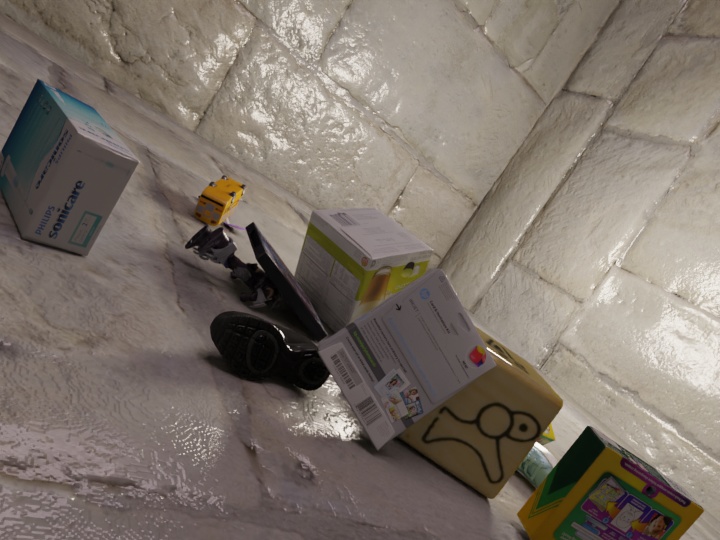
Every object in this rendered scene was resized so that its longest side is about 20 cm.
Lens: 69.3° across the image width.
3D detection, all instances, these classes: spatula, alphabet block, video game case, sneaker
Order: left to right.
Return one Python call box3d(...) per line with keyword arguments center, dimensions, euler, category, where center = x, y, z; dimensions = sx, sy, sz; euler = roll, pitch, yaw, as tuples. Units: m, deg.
box3d(center=(-0.355, -0.145, 1.334), dimensions=(0.199, 0.021, 0.056), euler=(39, 13, 28), category="spatula")
box3d(center=(-0.126, 0.103, 0.700), dimensions=(0.090, 0.077, 0.199), euler=(29, -6, 46), category="sneaker")
box3d(center=(-0.141, 0.017, 0.975), dimensions=(0.201, 0.025, 0.181), euler=(58, -3, -27), category="video game case")
box3d(center=(0.169, 0.201, 0.851), dimensions=(0.199, 0.197, 0.197), euler=(34, 10, -4), category="alphabet block")
box3d(center=(0.299, 0.353, 0.998), dimensions=(0.081, 0.075, 0.200), euler=(3, 24, -28), category="sneaker")

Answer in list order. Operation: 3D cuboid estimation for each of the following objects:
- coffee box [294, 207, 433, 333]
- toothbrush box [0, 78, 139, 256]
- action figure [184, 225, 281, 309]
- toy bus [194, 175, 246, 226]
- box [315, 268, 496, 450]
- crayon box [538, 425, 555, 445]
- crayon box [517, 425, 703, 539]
box3d(center=(0.000, 0.000, 1.122), dimensions=(0.198, 0.200, 0.199), euler=(-9, 37, -44), category="coffee box")
box3d(center=(-0.394, -0.138, 0.686), dimensions=(0.200, 0.148, 0.085), euler=(40, 10, 38), category="toothbrush box")
box3d(center=(-0.207, 0.004, 0.915), dimensions=(0.200, 0.070, 0.130), euler=(47, -8, -35), category="action figure")
box3d(center=(-0.336, -0.174, 1.269), dimensions=(0.064, 0.079, 0.200), euler=(24, 17, -7), category="toy bus")
box3d(center=(0.062, 0.116, 0.702), dimensions=(0.157, 0.198, 0.041), euler=(58, -7, -7), category="box")
box3d(center=(0.375, 0.312, 1.252), dimensions=(0.199, 0.058, 0.175), euler=(29, 42, -35), category="crayon box")
box3d(center=(0.362, 0.353, 0.761), dimensions=(0.198, 0.174, 0.058), euler=(33, 11, -12), category="crayon box")
